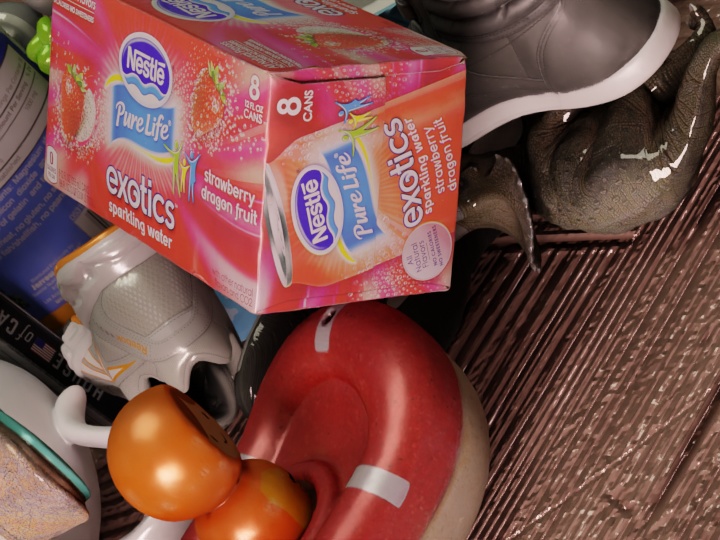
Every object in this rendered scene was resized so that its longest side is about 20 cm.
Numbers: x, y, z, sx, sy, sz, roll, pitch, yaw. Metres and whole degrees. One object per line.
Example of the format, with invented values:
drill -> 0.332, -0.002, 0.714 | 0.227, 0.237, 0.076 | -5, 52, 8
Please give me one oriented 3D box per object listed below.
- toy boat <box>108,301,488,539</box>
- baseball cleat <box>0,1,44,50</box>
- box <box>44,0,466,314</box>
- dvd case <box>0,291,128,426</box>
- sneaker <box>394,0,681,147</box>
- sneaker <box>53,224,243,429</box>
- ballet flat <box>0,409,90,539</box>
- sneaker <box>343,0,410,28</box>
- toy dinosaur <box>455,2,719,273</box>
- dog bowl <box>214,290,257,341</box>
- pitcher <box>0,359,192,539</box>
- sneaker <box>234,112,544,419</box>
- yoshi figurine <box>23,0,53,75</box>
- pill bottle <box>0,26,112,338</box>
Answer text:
toy boat -> -0.044, 0.093, 1.108 | 0.130, 0.131, 0.201 | -3, 50, 56
baseball cleat -> -0.163, -0.087, 1.518 | 0.069, 0.201, 0.107 | 14, 52, 17
box -> -0.048, -0.062, 1.160 | 0.200, 0.095, 0.100 | 31, 121, 54
dvd case -> -0.212, 0.039, 1.441 | 0.200, 0.150, 0.025 | -5, 52, 55
sneaker -> 0.034, -0.106, 1.180 | 0.199, 0.099, 0.071 | -14, 41, 50
sneaker -> -0.089, 0.044, 1.292 | 0.075, 0.092, 0.200 | -32, -15, -6
ballet flat -> -0.160, 0.091, 1.167 | 0.067, 0.068, 0.200 | -49, 13, -8
sneaker -> -0.005, -0.122, 1.292 | 0.199, 0.077, 0.081 | -15, 47, 18
toy dinosaur -> 0.112, -0.051, 1.182 | 0.199, 0.077, 0.103 | -9, 56, 46
dog bowl -> -0.091, -0.010, 1.442 | 0.199, 0.050, 0.112 | -17, 39, 46
pitcher -> -0.156, 0.108, 1.302 | 0.171, 0.121, 0.200 | -42, 35, 6
sneaker -> 0.000, 0.000, 1.281 | 0.201, 0.076, 0.115 | -50, 15, -22
yoshi figurine -> -0.126, -0.154, 1.385 | 0.199, 0.113, 0.112 | 26, 38, 29
pill bottle -> -0.197, -0.063, 1.390 | 0.112, 0.200, 0.112 | -36, 27, 22
